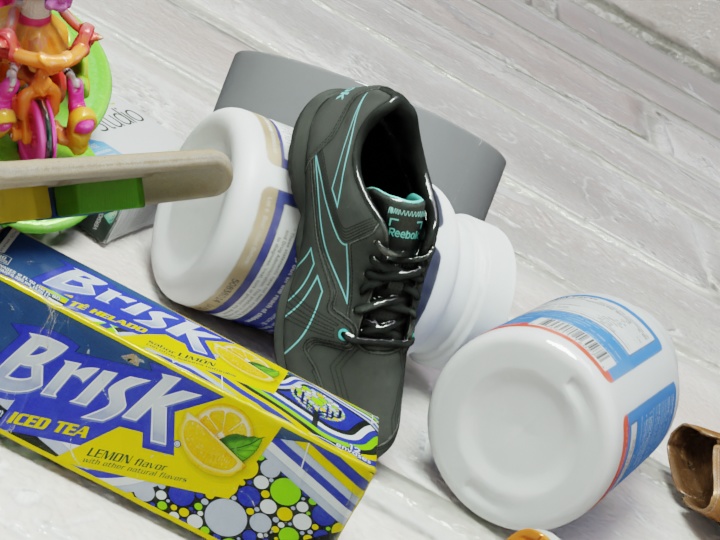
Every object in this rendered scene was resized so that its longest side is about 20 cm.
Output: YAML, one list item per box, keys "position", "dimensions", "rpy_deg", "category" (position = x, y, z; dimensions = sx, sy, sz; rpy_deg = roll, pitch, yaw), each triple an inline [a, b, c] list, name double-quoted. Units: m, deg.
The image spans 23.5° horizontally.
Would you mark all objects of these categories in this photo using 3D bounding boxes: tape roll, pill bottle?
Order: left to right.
- position: [-0.013, -0.011, 1.015]
  dimensions: [0.198, 0.116, 0.116]
  rpy_deg: [19, 21, -29]
  category: "pill bottle"
- position: [-0.004, -0.079, 1.167]
  dimensions: [0.198, 0.067, 0.200]
  rpy_deg: [22, -3, 1]
  category: "tape roll"
- position: [0.123, 0.074, 1.006]
  dimensions: [0.112, 0.113, 0.200]
  rpy_deg: [35, 19, 17]
  category: "pill bottle"

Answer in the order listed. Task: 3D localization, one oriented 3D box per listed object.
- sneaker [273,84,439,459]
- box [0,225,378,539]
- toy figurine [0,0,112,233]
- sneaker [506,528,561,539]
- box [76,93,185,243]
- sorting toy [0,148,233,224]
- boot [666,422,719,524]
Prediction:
- position: [0.000, 0.000, 0.907]
  dimensions: [0.075, 0.203, 0.079]
  rpy_deg: [-1, -4, -33]
  category: "sneaker"
- position: [-0.093, 0.061, 0.783]
  dimensions: [0.198, 0.071, 0.064]
  rpy_deg: [28, 16, -7]
  category: "box"
- position: [-0.188, -0.154, 0.942]
  dimensions: [0.149, 0.185, 0.201]
  rpy_deg: [-10, 56, -26]
  category: "toy figurine"
- position: [0.137, 0.195, 0.786]
  dimensions: [0.091, 0.076, 0.200]
  rpy_deg: [21, 22, -37]
  category: "sneaker"
- position: [-0.199, -0.095, 1.077]
  dimensions: [0.199, 0.037, 0.144]
  rpy_deg: [32, 19, 10]
  category: "box"
- position: [-0.185, -0.034, 0.820]
  dimensions: [0.183, 0.037, 0.199]
  rpy_deg: [-5, -2, 30]
  category: "sorting toy"
- position: [0.281, 0.166, 1.073]
  dimensions: [0.153, 0.074, 0.200]
  rpy_deg: [24, 7, -19]
  category: "boot"
